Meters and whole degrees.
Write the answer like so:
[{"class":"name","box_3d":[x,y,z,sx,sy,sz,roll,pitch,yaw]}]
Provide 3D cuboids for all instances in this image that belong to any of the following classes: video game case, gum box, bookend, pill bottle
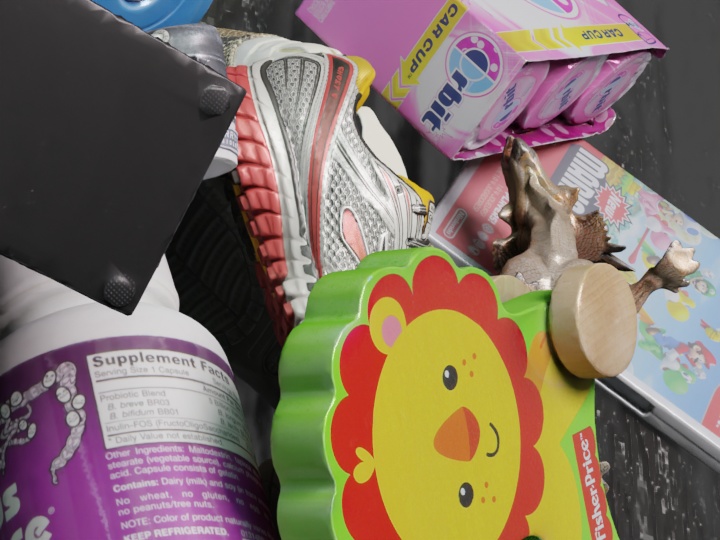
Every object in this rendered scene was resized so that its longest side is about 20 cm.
[{"class":"video game case","box_3d":[0.135,0.003,1.071,0.200,0.017,0.143,36,43,-1]},{"class":"gum box","box_3d":[0.070,-0.124,1.060,0.113,0.066,0.200,44,26,17]},{"class":"bookend","box_3d":[-0.175,-0.083,0.754,0.198,0.092,0.200,28,-1,-25]},{"class":"pill bottle","box_3d":[-0.095,0.084,0.790,0.112,0.112,0.200,3,52,-30]}]

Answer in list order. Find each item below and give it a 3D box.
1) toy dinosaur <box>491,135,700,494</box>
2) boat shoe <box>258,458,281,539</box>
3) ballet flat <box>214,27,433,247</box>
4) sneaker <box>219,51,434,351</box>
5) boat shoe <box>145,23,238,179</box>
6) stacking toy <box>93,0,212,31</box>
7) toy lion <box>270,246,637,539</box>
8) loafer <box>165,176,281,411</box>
[{"class":"toy dinosaur","box_3d":[0.084,0.040,0.954,0.086,0.136,0.201,19,85,-5]},{"class":"boat shoe","box_3d":[0.009,0.161,0.819,0.064,0.071,0.200,4,51,-29]},{"class":"ballet flat","box_3d":[-0.018,-0.061,0.987,0.068,0.075,0.200,-17,64,-37]},{"class":"sneaker","box_3d":[0.000,0.000,0.846,0.082,0.078,0.201,-17,84,-8]},{"class":"boat shoe","box_3d":[-0.145,-0.059,0.836,0.072,0.199,0.068,21,61,-65]},{"class":"stacking toy","box_3d":[-0.162,-0.197,1.011,0.110,0.116,0.200,-9,45,-47]},{"class":"toy lion","box_3d":[0.042,0.086,0.790,0.192,0.069,0.201,-21,102,-50]},{"class":"loafer","box_3d":[-0.036,0.011,0.928,0.200,0.075,0.070,47,31,4]}]
